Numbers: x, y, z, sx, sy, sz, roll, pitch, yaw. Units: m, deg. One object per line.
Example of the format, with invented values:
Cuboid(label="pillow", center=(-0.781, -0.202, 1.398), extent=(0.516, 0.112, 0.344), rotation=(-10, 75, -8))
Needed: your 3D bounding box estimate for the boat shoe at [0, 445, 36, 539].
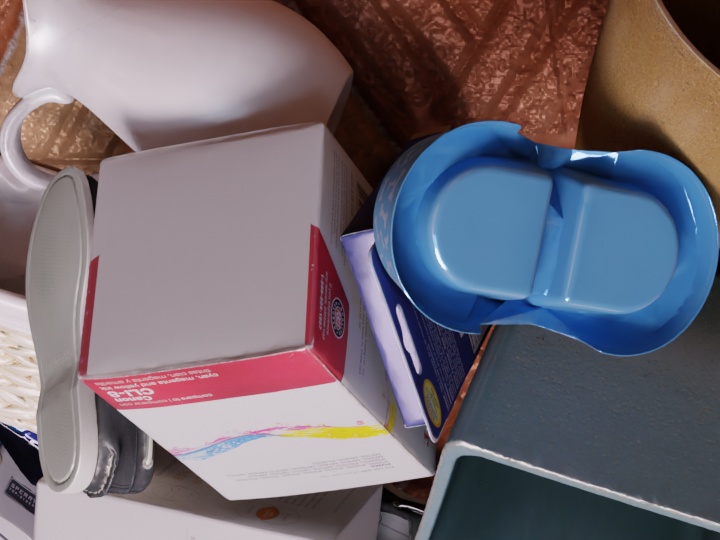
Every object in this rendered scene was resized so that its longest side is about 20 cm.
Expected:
Cuboid(label="boat shoe", center=(-0.251, 0.190, 1.525), extent=(0.200, 0.072, 0.066), rotation=(41, 143, -26))

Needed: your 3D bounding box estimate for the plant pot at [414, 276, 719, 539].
Cuboid(label="plant pot", center=(0.158, 0.099, 1.293), extent=(0.195, 0.200, 0.197), rotation=(18, 147, 3))

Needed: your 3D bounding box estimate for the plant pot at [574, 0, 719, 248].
Cuboid(label="plant pot", center=(0.204, -0.093, 1.191), extent=(0.186, 0.187, 0.200), rotation=(22, 139, -7))

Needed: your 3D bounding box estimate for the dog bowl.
Cuboid(label="dog bowl", center=(0.096, -0.019, 1.106), extent=(0.199, 0.050, 0.112), rotation=(9, 95, -26))

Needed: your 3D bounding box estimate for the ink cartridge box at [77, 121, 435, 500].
Cuboid(label="ink cartridge box", center=(-0.052, 0.031, 1.211), extent=(0.144, 0.146, 0.200), rotation=(-9, 150, 20))

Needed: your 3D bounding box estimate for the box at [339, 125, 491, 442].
Cuboid(label="box", center=(0.036, 0.006, 1.195), extent=(0.032, 0.200, 0.121), rotation=(-12, 109, 20))

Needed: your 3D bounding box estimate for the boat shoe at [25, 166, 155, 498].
Cuboid(label="boat shoe", center=(-0.159, 0.038, 1.239), extent=(0.060, 0.201, 0.076), rotation=(9, 163, -36))

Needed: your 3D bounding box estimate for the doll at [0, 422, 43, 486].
Cuboid(label="doll", center=(-0.209, 0.119, 1.450), extent=(0.136, 0.049, 0.200), rotation=(-30, 111, 22))

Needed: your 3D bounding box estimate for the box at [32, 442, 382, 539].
Cuboid(label="box", center=(-0.101, 0.182, 1.358), extent=(0.199, 0.124, 0.098), rotation=(11, 106, 14))

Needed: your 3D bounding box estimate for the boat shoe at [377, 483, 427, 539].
Cuboid(label="boat shoe", center=(0.030, 0.190, 1.418), extent=(0.199, 0.066, 0.075), rotation=(31, 129, 11))

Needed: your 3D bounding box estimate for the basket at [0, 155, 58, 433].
Cuboid(label="basket", center=(-0.201, 0.026, 1.355), extent=(0.199, 0.136, 0.124), rotation=(17, 129, -3))

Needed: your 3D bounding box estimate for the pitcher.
Cuboid(label="pitcher", center=(-0.118, -0.100, 1.259), extent=(0.200, 0.121, 0.172), rotation=(22, 122, 3))
